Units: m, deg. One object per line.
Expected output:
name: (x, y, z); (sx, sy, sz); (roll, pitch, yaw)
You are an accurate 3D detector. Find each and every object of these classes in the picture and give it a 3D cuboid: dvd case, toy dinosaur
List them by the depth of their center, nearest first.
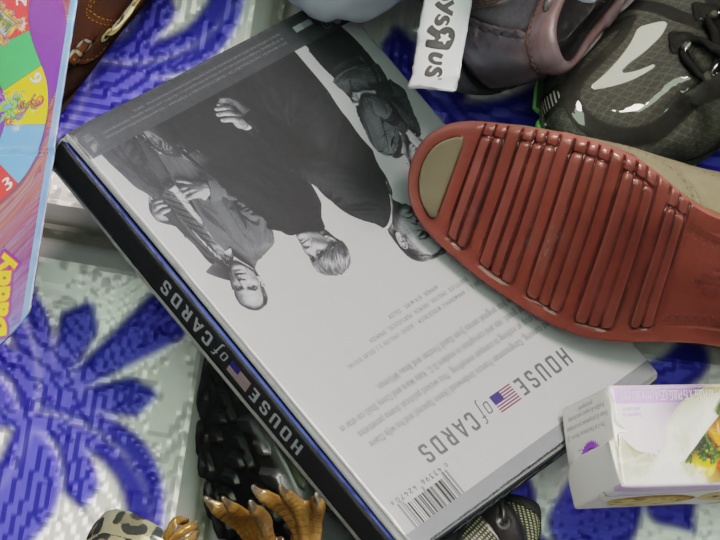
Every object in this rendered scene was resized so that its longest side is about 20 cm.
toy dinosaur: (-0.040, 0.136, 0.959); (0.060, 0.200, 0.107); (2, 65, 33)
dvd case: (0.000, 0.000, 1.023); (0.150, 0.025, 0.200); (-31, 76, -39)

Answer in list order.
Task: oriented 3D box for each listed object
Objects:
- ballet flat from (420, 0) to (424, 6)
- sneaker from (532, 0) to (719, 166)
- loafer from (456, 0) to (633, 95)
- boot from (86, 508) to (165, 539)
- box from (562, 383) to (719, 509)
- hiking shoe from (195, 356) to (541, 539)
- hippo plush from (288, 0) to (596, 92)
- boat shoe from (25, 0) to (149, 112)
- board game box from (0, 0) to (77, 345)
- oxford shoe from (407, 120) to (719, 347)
ballet flat: (0.074, -0.185, 1.100); (0.067, 0.046, 0.201); (24, 76, 1)
sneaker: (0.161, -0.090, 1.065); (0.199, 0.084, 0.077); (-16, 78, -5)
loafer: (0.106, -0.137, 1.061); (0.200, 0.063, 0.072); (-48, 125, -26)
boot: (-0.066, 0.202, 0.980); (0.204, 0.073, 0.154); (50, 50, -21)
box: (0.172, 0.064, 1.025); (0.199, 0.041, 0.039); (0, 75, -25)
hiking shoe: (0.013, 0.100, 1.026); (0.100, 0.076, 0.201); (-23, 78, -30)
hippo plush: (-0.010, -0.178, 0.998); (0.161, 0.159, 0.201); (39, 42, -27)
boat shoe: (-0.116, -0.118, 1.056); (0.070, 0.070, 0.200); (40, 78, 4)
board game box: (-0.188, -0.048, 1.008); (0.157, 0.039, 0.202); (1, 76, 28)
oxford shoe: (0.111, -0.011, 1.046); (0.199, 0.075, 0.071); (21, 108, -6)
